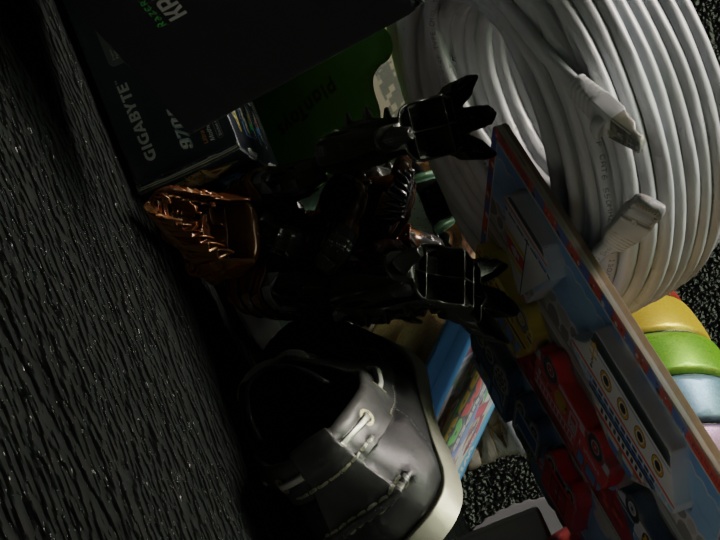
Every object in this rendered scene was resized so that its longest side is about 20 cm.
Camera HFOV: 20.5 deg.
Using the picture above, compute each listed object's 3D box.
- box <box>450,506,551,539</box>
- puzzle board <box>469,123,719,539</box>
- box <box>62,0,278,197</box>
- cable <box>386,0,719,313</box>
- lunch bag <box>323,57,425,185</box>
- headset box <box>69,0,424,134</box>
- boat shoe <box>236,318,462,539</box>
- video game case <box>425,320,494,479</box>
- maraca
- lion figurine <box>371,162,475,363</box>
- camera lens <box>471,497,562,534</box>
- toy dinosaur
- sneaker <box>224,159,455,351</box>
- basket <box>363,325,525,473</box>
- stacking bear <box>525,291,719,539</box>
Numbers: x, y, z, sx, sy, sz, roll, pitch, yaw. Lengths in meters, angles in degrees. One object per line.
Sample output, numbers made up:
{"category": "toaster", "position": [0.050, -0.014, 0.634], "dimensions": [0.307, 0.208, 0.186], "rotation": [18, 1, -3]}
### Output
{"category": "box", "position": [0.083, 0.231, 0.978], "dimensions": [0.124, 0.097, 0.201], "rotation": [59, 8, -76]}
{"category": "puzzle board", "position": [0.091, 0.059, 0.809], "dimensions": [0.151, 0.017, 0.200], "rotation": [90, -24, -51]}
{"category": "box", "position": [-0.095, -0.126, 0.824], "dimensions": [0.159, 0.046, 0.201], "rotation": [14, 53, -87]}
{"category": "cable", "position": [0.080, -0.075, 0.852], "dimensions": [0.201, 0.069, 0.200], "rotation": [61, -17, 19]}
{"category": "lunch bag", "position": [-0.028, -0.115, 1.210], "dimensions": [0.167, 0.139, 0.201], "rotation": [17, -38, 46]}
{"category": "headset box", "position": [-0.073, -0.169, 0.629], "dimensions": [0.174, 0.092, 0.201], "rotation": [49, 20, -45]}
{"category": "boat shoe", "position": [-0.014, 0.053, 0.783], "dimensions": [0.068, 0.072, 0.200], "rotation": [41, 5, -18]}
{"category": "video game case", "position": [0.038, 0.092, 1.028], "dimensions": [0.018, 0.144, 0.200], "rotation": [24, -8, 11]}
{"category": "maraca", "position": [-0.054, -0.137, 0.955], "dimensions": [0.107, 0.137, 0.201], "rotation": [-16, 71, -44]}
{"category": "lion figurine", "position": [0.034, 0.022, 1.060], "dimensions": [0.200, 0.072, 0.123], "rotation": [-82, -165, -58]}
{"category": "camera lens", "position": [0.142, 0.259, 1.352], "dimensions": [0.200, 0.159, 0.161], "rotation": [65, 3, -56]}
{"category": "toy dinosaur", "position": [-0.014, -0.008, 0.797], "dimensions": [0.200, 0.135, 0.103], "rotation": [-31, 107, -58]}
{"category": "sneaker", "position": [0.000, 0.000, 0.990], "dimensions": [0.200, 0.118, 0.074], "rotation": [63, 3, -81]}
{"category": "basket", "position": [0.036, 0.061, 1.237], "dimensions": [0.200, 0.123, 0.136], "rotation": [31, 36, -88]}
{"category": "stacking bear", "position": [0.121, 0.048, 0.951], "dimensions": [0.114, 0.121, 0.201], "rotation": [55, 17, -61]}
